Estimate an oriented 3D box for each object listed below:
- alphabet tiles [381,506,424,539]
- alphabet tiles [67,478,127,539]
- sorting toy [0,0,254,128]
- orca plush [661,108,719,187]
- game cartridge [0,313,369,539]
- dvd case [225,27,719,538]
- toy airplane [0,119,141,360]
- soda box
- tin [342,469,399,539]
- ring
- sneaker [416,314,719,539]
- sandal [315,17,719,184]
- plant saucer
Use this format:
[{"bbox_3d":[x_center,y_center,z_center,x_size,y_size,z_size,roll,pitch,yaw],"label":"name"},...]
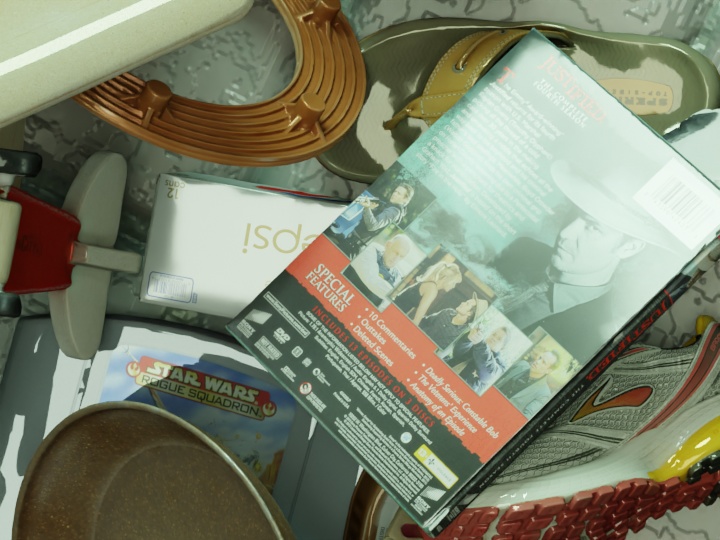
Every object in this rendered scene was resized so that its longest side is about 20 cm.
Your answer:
[{"bbox_3d":[0.078,0.194,1.318,0.200,0.167,0.006,41,141,-13],"label":"alphabet tiles"},{"bbox_3d":[-0.100,0.210,1.386,0.200,0.008,0.167,40,117,16],"label":"alphabet tiles"},{"bbox_3d":[-0.165,-0.141,1.259,0.185,0.037,0.200,-25,46,-12],"label":"sorting toy"},{"bbox_3d":[0.181,-0.029,1.350,0.200,0.071,0.105,-30,57,-12],"label":"orca plush"},{"bbox_3d":[-0.085,0.095,1.414,0.199,0.042,0.134,16,98,7],"label":"game cartridge"},{"bbox_3d":[0.056,0.003,1.303,0.200,0.022,0.146,-45,61,-4],"label":"dvd case"},{"bbox_3d":[-0.187,-0.018,1.316,0.141,0.200,0.200,7,134,15],"label":"toy airplane"},{"bbox_3d":[0.000,0.000,1.381,0.199,0.068,0.064,11,94,7],"label":"soda box"},{"bbox_3d":[0.042,0.168,1.382,0.111,0.042,0.201,10,95,-14],"label":"tin"},{"bbox_3d":[-0.084,-0.125,1.331,0.200,0.200,0.019,37,125,5],"label":"ring"},{"bbox_3d":[0.107,0.082,1.340,0.199,0.078,0.082,-20,62,-29],"label":"sneaker"},{"bbox_3d":[0.072,-0.081,1.375,0.199,0.054,0.081,0,93,7],"label":"sandal"},{"bbox_3d":[-0.081,0.153,1.318,0.200,0.037,0.201,15,112,41],"label":"plant saucer"}]
